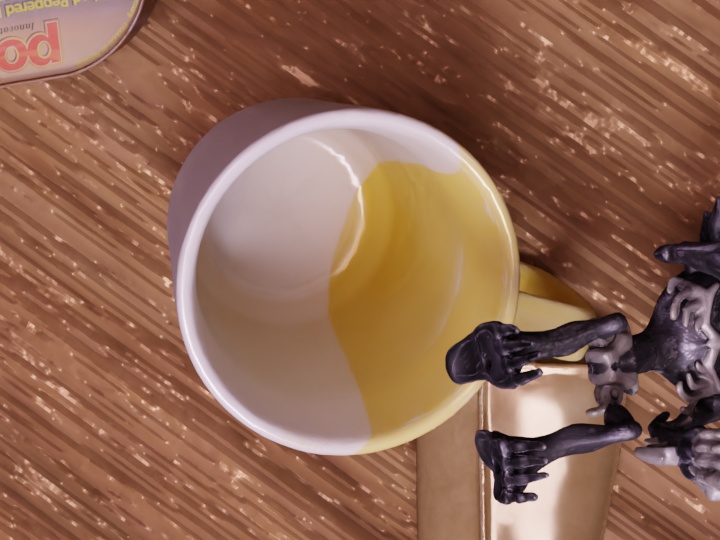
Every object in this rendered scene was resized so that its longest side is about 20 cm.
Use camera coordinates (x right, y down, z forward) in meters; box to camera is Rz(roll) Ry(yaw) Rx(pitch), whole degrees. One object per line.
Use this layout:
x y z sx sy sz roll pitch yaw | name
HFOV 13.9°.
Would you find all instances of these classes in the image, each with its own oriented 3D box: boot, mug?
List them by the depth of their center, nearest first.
-0.009 0.002 1.321 0.149 0.153 0.187 -43 109 -1 | mug
0.033 0.130 1.392 0.174 0.066 0.201 2 103 1 | boot

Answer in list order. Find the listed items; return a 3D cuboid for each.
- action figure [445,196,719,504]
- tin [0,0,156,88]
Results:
0.139 0.041 1.270 0.102 0.200 0.119 15 116 51 | action figure
-0.189 -0.140 1.402 0.199 0.042 0.112 -8 96 16 | tin
